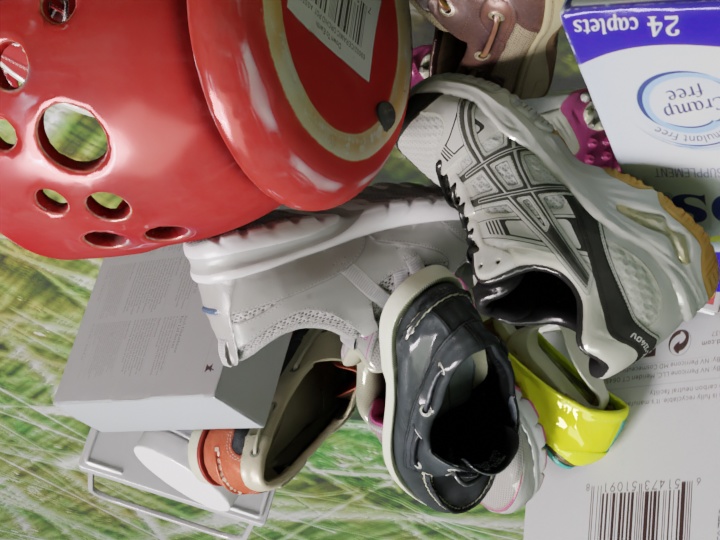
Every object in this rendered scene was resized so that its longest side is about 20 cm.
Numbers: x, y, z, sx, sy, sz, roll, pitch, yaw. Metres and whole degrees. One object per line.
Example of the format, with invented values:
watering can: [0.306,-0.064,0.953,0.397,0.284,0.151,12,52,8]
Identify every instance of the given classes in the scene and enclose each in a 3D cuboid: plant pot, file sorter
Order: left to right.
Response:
plant pot: [-0.085,-0.109,0.769,0.182,0.201,0.200,-2,150,30]
file sorter: [-0.115,0.087,1.200,0.138,0.201,0.125,18,160,-3]

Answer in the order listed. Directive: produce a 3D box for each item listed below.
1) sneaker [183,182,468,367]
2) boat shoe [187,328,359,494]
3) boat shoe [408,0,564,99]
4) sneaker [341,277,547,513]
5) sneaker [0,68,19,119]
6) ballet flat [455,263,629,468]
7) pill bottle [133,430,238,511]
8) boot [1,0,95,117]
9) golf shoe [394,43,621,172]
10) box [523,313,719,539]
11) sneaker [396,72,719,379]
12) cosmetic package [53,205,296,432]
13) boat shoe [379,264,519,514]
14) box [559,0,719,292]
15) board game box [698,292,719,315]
sneaker: [0.000,0.000,0.870,0.199,0.082,0.075,-11,-166,-21]
boat shoe: [-0.026,0.070,1.010,0.062,0.200,0.071,1,124,44]
boat shoe: [0.056,-0.138,0.752,0.072,0.072,0.200,-11,160,-2]
sneaker: [0.045,0.086,0.991,0.081,0.088,0.200,7,136,52]
sneaker: [-0.265,-0.113,1.025,0.085,0.077,0.200,18,156,-14]
ballet flat: [0.099,0.040,1.037,0.200,0.067,0.067,48,124,8]
pill bottle: [-0.070,0.060,1.090,0.112,0.200,0.113,27,158,12]
boot: [-0.176,-0.133,0.858,0.199,0.073,0.144,28,-176,-21]
golf shoe: [0.098,-0.070,0.905,0.199,0.076,0.092,23,172,-12]
box: [0.227,0.138,1.060,0.130,0.201,0.198,22,157,-40]
sneaker: [0.072,-0.024,0.759,0.200,0.088,0.076,36,166,38]
cosmetic package: [-0.101,0.002,1.003,0.150,0.201,0.052,-7,147,43]
boat shoe: [0.059,0.085,0.886,0.066,0.074,0.200,41,150,37]
box: [0.213,-0.086,0.711,0.183,0.105,0.200,1,143,31]
board game box: [0.122,-0.012,0.972,0.199,0.035,0.126,12,-177,9]
